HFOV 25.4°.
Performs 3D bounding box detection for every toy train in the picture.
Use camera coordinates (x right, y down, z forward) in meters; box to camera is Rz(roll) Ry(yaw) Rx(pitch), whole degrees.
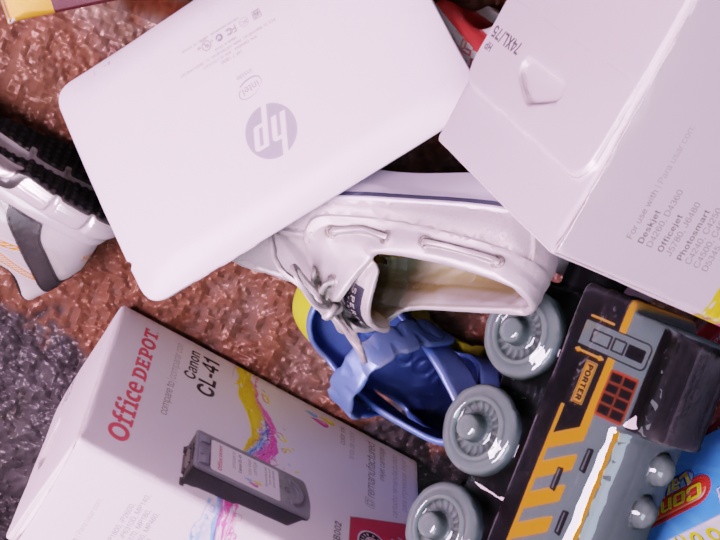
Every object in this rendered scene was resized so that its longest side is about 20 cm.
[{"bbox_3d":[0.101,0.094,0.784,0.085,0.114,0.200,20,93,-46],"label":"toy train"}]

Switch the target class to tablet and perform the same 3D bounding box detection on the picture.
[{"bbox_3d":[-0.050,-0.086,0.793,0.200,0.014,0.130,-31,74,17],"label":"tablet"}]

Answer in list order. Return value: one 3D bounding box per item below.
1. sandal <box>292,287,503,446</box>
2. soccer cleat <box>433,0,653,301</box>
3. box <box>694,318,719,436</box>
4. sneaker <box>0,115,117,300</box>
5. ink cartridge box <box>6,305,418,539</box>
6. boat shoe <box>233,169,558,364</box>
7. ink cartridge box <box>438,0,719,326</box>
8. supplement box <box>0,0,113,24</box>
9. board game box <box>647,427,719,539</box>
[{"bbox_3d":[0.050,0.072,0.869,0.200,0.087,0.080,27,113,-13],"label":"sandal"},{"bbox_3d":[0.086,-0.049,0.818,0.085,0.069,0.200,-37,114,14],"label":"soccer cleat"},{"bbox_3d":[0.263,0.022,0.806,0.095,0.100,0.200,31,126,-13],"label":"box"},{"bbox_3d":[-0.221,-0.055,0.824,0.200,0.074,0.080,35,116,-13],"label":"sneaker"},{"bbox_3d":[-0.071,0.126,0.865,0.200,0.148,0.086,30,114,-13],"label":"ink cartridge box"},{"bbox_3d":[0.003,0.003,0.800,0.202,0.086,0.075,3,150,27],"label":"boat shoe"},{"bbox_3d":[0.167,-0.061,0.691,0.200,0.147,0.146,21,105,-24],"label":"ink cartridge box"},{"bbox_3d":[-0.073,-0.236,0.693,0.200,0.133,0.197,-10,116,7],"label":"supplement box"},{"bbox_3d":[0.191,0.189,0.857,0.200,0.056,0.196,37,129,-22],"label":"board game box"}]
